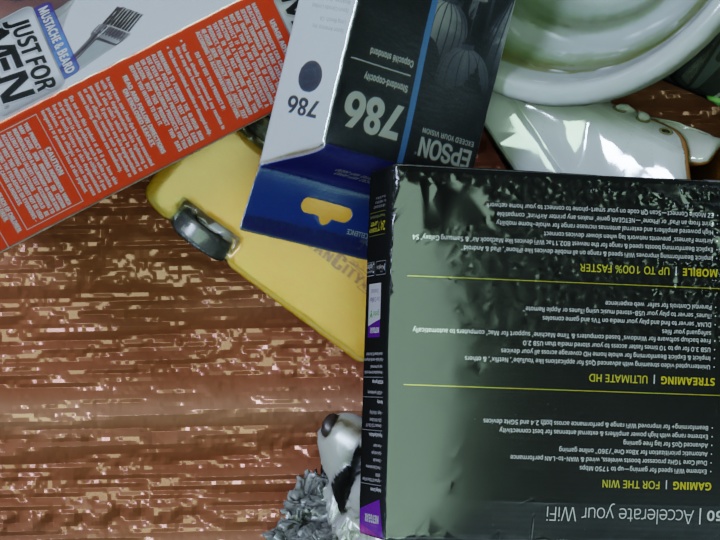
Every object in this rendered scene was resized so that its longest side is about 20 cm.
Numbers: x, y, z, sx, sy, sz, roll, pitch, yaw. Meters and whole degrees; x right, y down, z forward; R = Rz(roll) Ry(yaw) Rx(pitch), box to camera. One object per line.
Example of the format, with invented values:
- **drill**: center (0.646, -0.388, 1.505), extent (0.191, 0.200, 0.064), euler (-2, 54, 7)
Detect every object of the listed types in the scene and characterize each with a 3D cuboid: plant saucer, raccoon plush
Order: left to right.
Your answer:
- **raccoon plush**: center (0.053, 0.127, 1.214), extent (0.199, 0.134, 0.097), euler (28, 59, -23)
- **plant saucer**: center (0.105, -0.167, 1.182), extent (0.199, 0.050, 0.202), euler (-6, 79, 36)

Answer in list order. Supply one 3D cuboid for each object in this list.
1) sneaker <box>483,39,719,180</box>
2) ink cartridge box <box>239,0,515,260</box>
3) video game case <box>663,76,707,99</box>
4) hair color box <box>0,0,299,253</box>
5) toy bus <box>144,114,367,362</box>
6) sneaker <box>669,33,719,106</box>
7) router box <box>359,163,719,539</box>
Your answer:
- **sneaker**: center (0.110, -0.052, 1.216), extent (0.084, 0.073, 0.200), euler (-36, 72, 2)
- **ink cartridge box**: center (0.018, -0.102, 1.142), extent (0.039, 0.099, 0.201), euler (17, 94, 41)
- **video game case**: center (0.151, -0.179, 1.249), extent (0.199, 0.026, 0.182), euler (22, 94, -4)
- **hair color box**: center (-0.105, -0.094, 1.186), extent (0.199, 0.111, 0.064), euler (-27, 127, -3)
- **toy bus**: center (0.000, 0.000, 1.232), extent (0.200, 0.078, 0.065), euler (36, 94, -5)
- **sneaker**: center (0.167, -0.169, 1.201), extent (0.083, 0.077, 0.202), euler (2, 92, -1)
- **router box**: center (0.102, 0.036, 1.117), extent (0.198, 0.051, 0.150), euler (3, 87, -11)
